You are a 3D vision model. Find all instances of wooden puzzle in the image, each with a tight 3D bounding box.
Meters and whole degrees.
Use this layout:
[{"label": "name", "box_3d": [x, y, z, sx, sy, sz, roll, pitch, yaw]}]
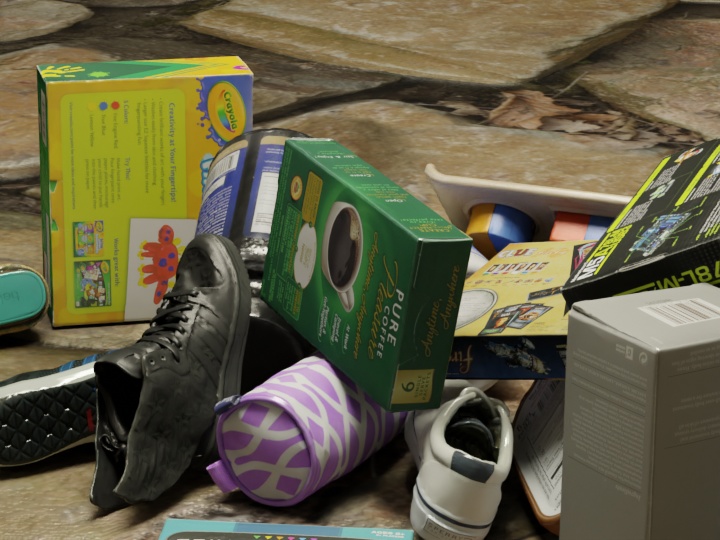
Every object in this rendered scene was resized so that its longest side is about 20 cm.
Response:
[{"label": "wooden puzzle", "box_3d": [0.156, -0.008, 1.796, 0.199, 0.046, 0.185, 13, -22, 24]}]

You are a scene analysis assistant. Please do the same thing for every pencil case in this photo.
[{"label": "pencil case", "box_3d": [-0.022, 0.096, 1.548, 0.085, 0.084, 0.200, -40, -7, 34]}]

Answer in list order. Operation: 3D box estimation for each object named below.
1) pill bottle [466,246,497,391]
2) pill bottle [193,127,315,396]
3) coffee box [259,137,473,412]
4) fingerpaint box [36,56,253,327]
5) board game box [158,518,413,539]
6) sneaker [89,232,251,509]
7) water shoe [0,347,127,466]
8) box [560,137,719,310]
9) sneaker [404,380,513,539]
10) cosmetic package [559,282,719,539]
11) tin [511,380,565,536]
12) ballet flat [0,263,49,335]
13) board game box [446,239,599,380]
[{"label": "pill bottle", "box_3d": [0.042, 0.016, 1.734, 0.112, 0.113, 0.200, -4, 19, -14]}, {"label": "pill bottle", "box_3d": [-0.073, -0.005, 1.714, 0.111, 0.112, 0.200, 3, 43, 5]}, {"label": "coffee box", "box_3d": [0.000, 0.000, 1.513, 0.044, 0.124, 0.200, 0, 20, -29]}, {"label": "fingerpaint box", "box_3d": [-0.171, -0.065, 1.828, 0.166, 0.201, 0.073, -4, 18, -13]}, {"label": "board game box", "box_3d": [-0.050, 0.201, 1.268, 0.150, 0.047, 0.200, 2, 18, 4]}, {"label": "sneaker", "box_3d": [-0.130, 0.063, 1.514, 0.060, 0.201, 0.104, -14, -22, 42]}, {"label": "water shoe", "box_3d": [-0.186, 0.084, 1.582, 0.199, 0.072, 0.079, -7, 15, -28]}, {"label": "box", "box_3d": [0.242, -0.041, 1.394, 0.193, 0.048, 0.200, -23, 15, 35]}, {"label": "sneaker", "box_3d": [0.073, 0.110, 1.490, 0.073, 0.071, 0.200, 23, 21, -9]}, {"label": "cosmetic package", "box_3d": [0.176, 0.118, 1.291, 0.106, 0.201, 0.090, -8, 22, -33]}, {"label": "tin", "box_3d": [0.144, 0.105, 1.466, 0.042, 0.112, 0.200, 24, 13, -14]}, {"label": "ballet flat", "box_3d": [-0.338, 0.035, 1.753, 0.199, 0.071, 0.071, -9, 21, -26]}, {"label": "board game box", "box_3d": [0.139, 0.024, 1.491, 0.199, 0.035, 0.135, -2, 27, 46]}]
